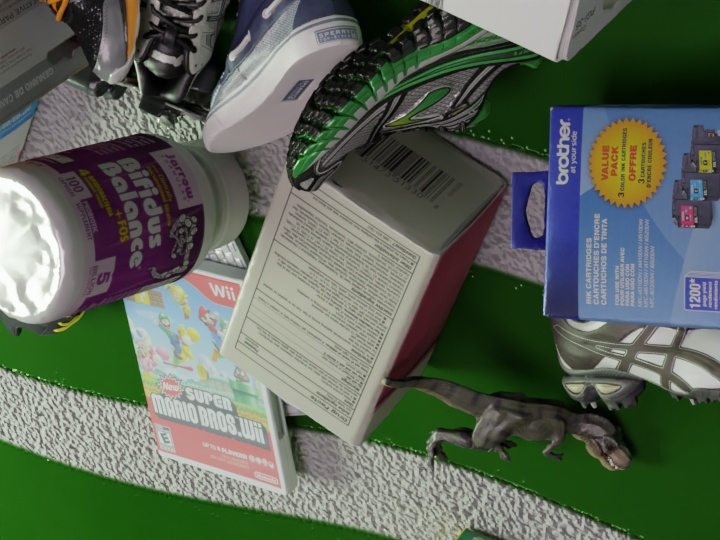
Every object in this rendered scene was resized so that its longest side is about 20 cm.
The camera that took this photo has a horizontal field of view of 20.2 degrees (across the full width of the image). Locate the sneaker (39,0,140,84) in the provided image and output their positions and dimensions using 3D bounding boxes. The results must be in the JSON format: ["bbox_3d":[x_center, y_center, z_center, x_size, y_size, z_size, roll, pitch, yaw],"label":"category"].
[{"bbox_3d":[-0.203,-0.216,1.350,0.202,0.077,0.078,69,156,9],"label":"sneaker"}]

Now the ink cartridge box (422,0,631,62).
[{"bbox_3d":[0.071,-0.222,1.198,0.199,0.146,0.083,27,130,17],"label":"ink cartridge box"}]

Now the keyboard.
[{"bbox_3d":[-0.093,0.028,1.578,0.056,0.011,0.201,-10,112,39],"label":"keyboard"}]

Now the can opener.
[{"bbox_3d":[-0.190,-0.157,1.505,0.199,0.053,0.067,21,95,21],"label":"can opener"}]

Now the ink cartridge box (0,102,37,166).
[{"bbox_3d":[-0.339,-0.101,1.626,0.115,0.068,0.201,36,134,10],"label":"ink cartridge box"}]

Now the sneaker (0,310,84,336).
[{"bbox_3d":[-0.242,0.007,1.635,0.199,0.075,0.085,-4,124,49],"label":"sneaker"}]

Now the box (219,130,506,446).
[{"bbox_3d":[0.000,0.000,1.424,0.127,0.109,0.201,33,133,12],"label":"box"}]

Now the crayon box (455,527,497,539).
[{"bbox_3d":[0.053,0.325,1.540,0.058,0.200,0.174,19,129,23],"label":"crayon box"}]

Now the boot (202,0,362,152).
[{"bbox_3d":[-0.061,-0.157,1.404,0.200,0.072,0.091,-36,66,54],"label":"boot"}]

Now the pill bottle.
[{"bbox_3d":[-0.175,-0.037,1.451,0.112,0.199,0.113,13,111,37],"label":"pill bottle"}]

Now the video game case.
[{"bbox_3d":[-0.124,0.079,1.621,0.142,0.017,0.202,13,125,35],"label":"video game case"}]

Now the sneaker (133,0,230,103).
[{"bbox_3d":[-0.117,-0.175,1.356,0.075,0.089,0.200,12,162,-3],"label":"sneaker"}]

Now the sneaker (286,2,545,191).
[{"bbox_3d":[0.036,-0.111,1.297,0.199,0.078,0.085,-36,110,10],"label":"sneaker"}]

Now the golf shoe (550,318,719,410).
[{"bbox_3d":[0.205,0.034,1.325,0.199,0.078,0.095,-12,112,39],"label":"golf shoe"}]

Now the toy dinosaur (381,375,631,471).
[{"bbox_3d":[0.093,0.111,1.445,0.198,0.048,0.088,14,147,-17],"label":"toy dinosaur"}]

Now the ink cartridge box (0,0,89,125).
[{"bbox_3d":[-0.261,-0.207,1.406,0.083,0.200,0.177,-12,111,40],"label":"ink cartridge box"}]

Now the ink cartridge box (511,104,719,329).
[{"bbox_3d":[0.190,-0.035,1.256,0.199,0.076,0.138,3,93,36],"label":"ink cartridge box"}]
